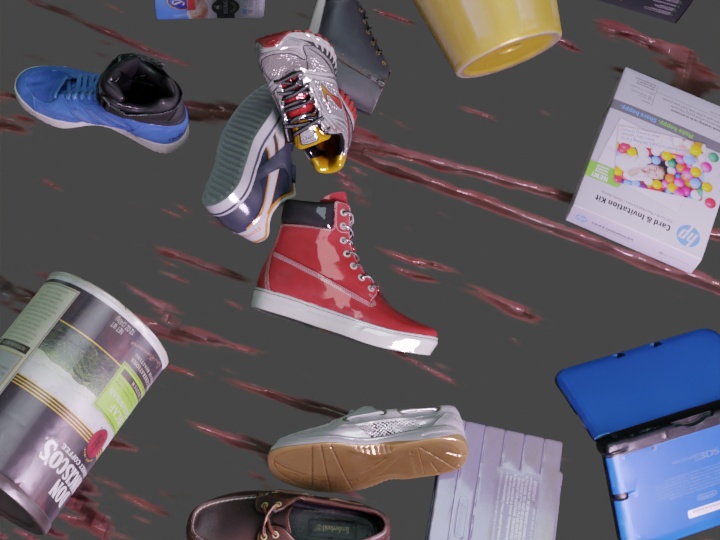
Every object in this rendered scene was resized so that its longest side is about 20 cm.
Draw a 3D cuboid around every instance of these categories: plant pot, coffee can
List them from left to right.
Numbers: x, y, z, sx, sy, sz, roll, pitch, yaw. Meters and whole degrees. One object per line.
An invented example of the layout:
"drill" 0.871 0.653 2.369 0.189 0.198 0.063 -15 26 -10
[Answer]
"coffee can" -0.297 0.124 1.227 0.145 0.147 0.201 31 66 8
"plant pot" 0.139 -0.331 1.472 0.199 0.201 0.191 -18 85 -15

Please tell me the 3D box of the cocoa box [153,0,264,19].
"cocoa box" -0.179 -0.408 1.489 0.129 0.134 0.202 -3 65 -7

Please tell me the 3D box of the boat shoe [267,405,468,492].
"boat shoe" 0.006 0.170 1.291 0.197 0.071 0.070 -4 40 1

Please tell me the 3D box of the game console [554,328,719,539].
"game console" 0.324 0.172 1.351 0.197 0.118 0.173 -14 99 -13

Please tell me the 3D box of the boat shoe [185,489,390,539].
"boat shoe" -0.069 0.243 1.244 0.197 0.070 0.071 1 66 -5

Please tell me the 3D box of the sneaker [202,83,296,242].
"sneaker" -0.110 -0.115 1.401 0.080 0.078 0.202 48 42 -32

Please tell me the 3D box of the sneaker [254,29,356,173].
"sneaker" -0.052 -0.177 1.364 0.077 0.200 0.083 -10 57 19

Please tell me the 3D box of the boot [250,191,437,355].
"boot" 0.000 0.000 1.340 0.198 0.072 0.146 19 84 4

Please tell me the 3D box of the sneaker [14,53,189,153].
"sneaker" -0.280 -0.197 1.393 0.198 0.112 0.077 20 65 3

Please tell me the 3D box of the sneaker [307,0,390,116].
"sneaker" -0.007 -0.273 1.490 0.105 0.075 0.202 18 74 -4

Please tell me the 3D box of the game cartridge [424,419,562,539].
"game cartridge" 0.130 0.255 1.283 0.128 0.038 0.202 14 65 -5

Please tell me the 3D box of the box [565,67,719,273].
"box" 0.336 -0.116 1.472 0.154 0.041 0.202 24 66 4

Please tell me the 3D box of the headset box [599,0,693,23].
"headset box" 0.320 -0.379 1.507 0.172 0.200 0.094 16 81 2
